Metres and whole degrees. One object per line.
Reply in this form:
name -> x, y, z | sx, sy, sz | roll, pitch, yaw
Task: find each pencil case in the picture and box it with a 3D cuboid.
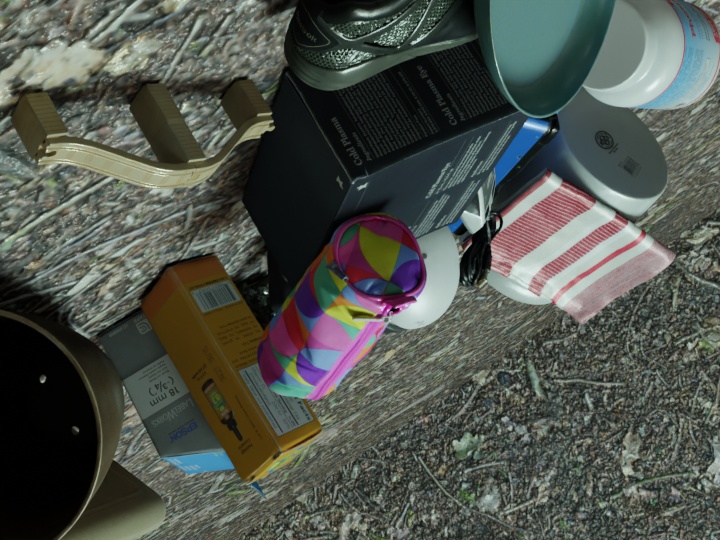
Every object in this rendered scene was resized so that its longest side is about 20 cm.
pencil case -> -0.019, 0.035, 0.915 | 0.088, 0.089, 0.200 | -23, 164, -33

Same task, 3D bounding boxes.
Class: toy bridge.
toy bridge -> -0.124, -0.087, 0.735 | 0.199, 0.068, 0.027 | -15, 158, -50

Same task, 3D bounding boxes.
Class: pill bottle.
pill bottle -> 0.269, -0.212, 1.092 | 0.109, 0.110, 0.199 | -41, 164, 30

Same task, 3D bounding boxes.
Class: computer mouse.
computer mouse -> 0.105, -0.080, 1.100 | 0.202, 0.043, 0.111 | 78, 25, -46

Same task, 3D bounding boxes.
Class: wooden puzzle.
wooden puzzle -> -0.295, 0.185, 0.992 | 0.184, 0.199, 0.038 | -10, 130, -57

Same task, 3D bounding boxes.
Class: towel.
towel -> 0.225, -0.021, 1.238 | 0.198, 0.023, 0.144 | 28, 131, -26

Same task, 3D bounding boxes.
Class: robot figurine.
robot figurine -> 0.001, -0.002, 1.104 | 0.198, 0.126, 0.151 | -7, -147, 36

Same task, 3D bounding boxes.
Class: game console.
game console -> 0.121, -0.140, 1.189 | 0.168, 0.120, 0.200 | 11, 144, -23

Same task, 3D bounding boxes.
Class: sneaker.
sneaker -> 0.045, -0.195, 0.728 | 0.198, 0.077, 0.114 | -26, 166, -21

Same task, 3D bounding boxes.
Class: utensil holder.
utensil holder -> 0.229, -0.086, 1.306 | 0.169, 0.171, 0.200 | -20, 158, -41

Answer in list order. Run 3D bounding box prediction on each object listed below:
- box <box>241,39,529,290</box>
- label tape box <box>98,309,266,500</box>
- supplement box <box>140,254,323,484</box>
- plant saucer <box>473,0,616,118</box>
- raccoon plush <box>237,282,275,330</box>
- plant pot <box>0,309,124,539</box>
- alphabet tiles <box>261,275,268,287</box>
box -> 0.017, -0.095, 0.933 | 0.180, 0.105, 0.200 | -26, 164, -26
label tape box -> -0.174, 0.149, 1.125 | 0.063, 0.201, 0.144 | -30, 165, -7
supplement box -> -0.119, 0.089, 1.044 | 0.068, 0.201, 0.067 | -15, 158, -48
plant saucer -> 0.126, -0.205, 0.762 | 0.199, 0.027, 0.203 | -31, 128, -49
raccoon plush -> -0.107, 0.111, 1.207 | 0.095, 0.135, 0.201 | -11, 147, -18
plant pot -> -0.267, 0.115, 0.921 | 0.186, 0.188, 0.200 | -34, 180, 6
alphabet tiles -> -0.094, 0.040, 1.320 | 0.199, 0.015, 0.196 | -21, 161, -42
